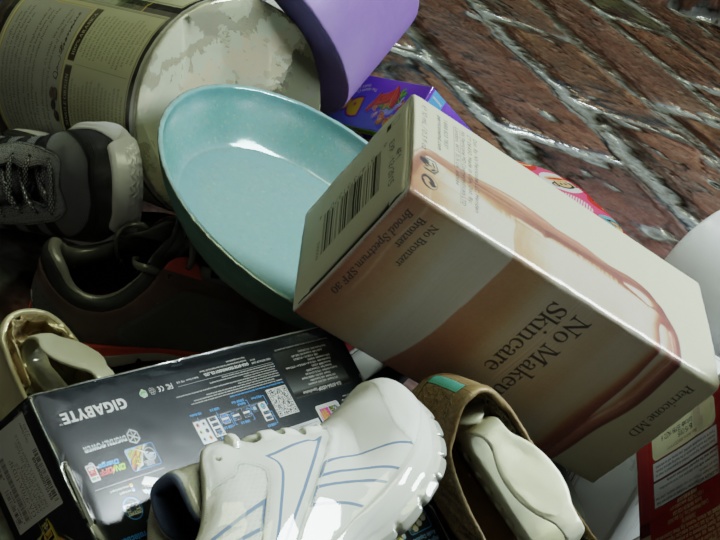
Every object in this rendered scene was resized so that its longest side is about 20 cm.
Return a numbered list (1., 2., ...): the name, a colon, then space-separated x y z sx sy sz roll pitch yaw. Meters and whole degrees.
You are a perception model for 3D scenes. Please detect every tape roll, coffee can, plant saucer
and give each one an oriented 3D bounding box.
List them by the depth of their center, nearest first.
1. plant saucer: -0.033 -0.028 0.743 0.199 0.036 0.200 26 32 -18
2. coffee can: -0.145 -0.123 0.878 0.146 0.147 0.200 0 15 -43
3. tape roll: -0.063 -0.207 0.890 0.200 0.085 0.200 36 -17 13

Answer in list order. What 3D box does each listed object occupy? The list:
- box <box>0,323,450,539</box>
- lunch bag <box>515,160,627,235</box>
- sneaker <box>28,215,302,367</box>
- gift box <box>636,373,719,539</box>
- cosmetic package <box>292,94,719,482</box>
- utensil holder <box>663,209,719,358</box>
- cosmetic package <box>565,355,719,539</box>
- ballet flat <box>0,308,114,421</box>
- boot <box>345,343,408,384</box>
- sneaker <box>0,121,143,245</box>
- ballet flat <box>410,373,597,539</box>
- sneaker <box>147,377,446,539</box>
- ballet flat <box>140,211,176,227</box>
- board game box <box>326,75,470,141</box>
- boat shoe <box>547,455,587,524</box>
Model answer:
1. box: -0.047 0.114 0.568 0.200 0.046 0.159 -11 68 -53
2. lunch bag: 0.115 -0.052 1.121 0.199 0.082 0.176 6 28 -34
3. sneaker: -0.089 0.008 0.737 0.199 0.082 0.077 -5 43 -17
4. gift box: 0.266 0.129 0.660 0.186 0.185 0.201 16 61 -15
5. cosmetic package: 0.075 0.014 0.671 0.200 0.103 0.087 29 36 -19
6. utensil holder: 0.332 0.063 0.969 0.169 0.170 0.200 3 29 -40
7. cosmetic package: 0.178 0.102 0.851 0.113 0.081 0.200 39 26 32
8. ballet flat: -0.123 0.086 0.615 0.069 0.070 0.200 -1 33 -45
9. boot: 0.000 0.000 0.843 0.144 0.072 0.200 44 44 9
10. sneaker: -0.212 -0.050 0.773 0.113 0.076 0.200 -6 8 -35
11. ballet flat: 0.090 0.133 0.609 0.068 0.072 0.200 -31 89 -24
12. sneaker: -0.030 0.092 0.506 0.087 0.075 0.200 45 34 -2
13. ballet flat: -0.099 -0.008 0.885 0.066 0.057 0.200 16 9 34
14. board game box: 0.012 -0.097 0.994 0.200 0.045 0.134 19 -17 47
15. boat shoe: 0.074 0.099 0.739 0.073 0.068 0.200 6 42 -25
